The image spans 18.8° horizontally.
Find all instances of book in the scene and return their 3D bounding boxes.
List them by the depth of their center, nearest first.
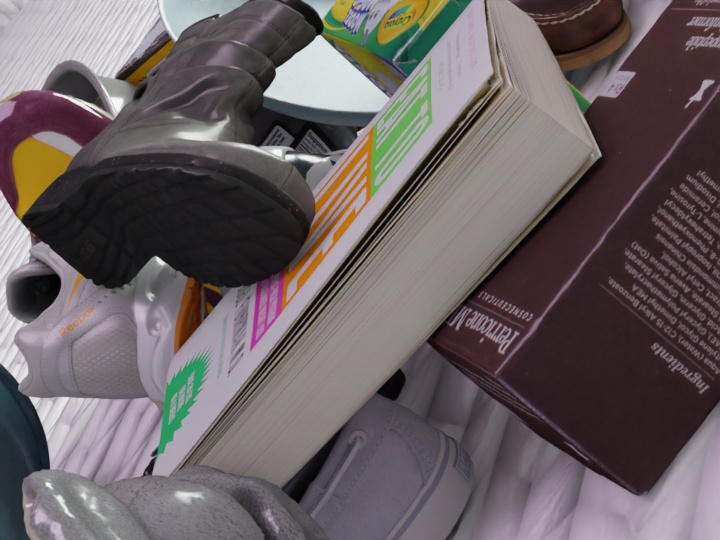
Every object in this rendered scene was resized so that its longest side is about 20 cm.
[{"bbox_3d":[-0.001,-0.005,0.804,0.200,0.048,0.134,-50,16,17],"label":"book"}]

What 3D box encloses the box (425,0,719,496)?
[{"bbox_3d":[0.115,-0.029,0.744,0.200,0.075,0.100,-53,16,-3],"label":"box"}]

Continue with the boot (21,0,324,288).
[{"bbox_3d":[-0.057,-0.063,0.864,0.131,0.068,0.200,-56,23,-19],"label":"boot"}]

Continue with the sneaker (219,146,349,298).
[{"bbox_3d":[0.000,0.000,1.009,0.199,0.129,0.080,86,177,-60],"label":"sneaker"}]

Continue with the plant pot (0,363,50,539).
[{"bbox_3d":[-0.255,0.153,1.156,0.200,0.200,0.196,-49,23,6],"label":"plant pot"}]

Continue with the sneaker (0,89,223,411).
[{"bbox_3d":[-0.116,-0.004,1.086,0.075,0.200,0.090,-37,17,10],"label":"sneaker"}]

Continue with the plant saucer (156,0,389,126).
[{"bbox_3d":[-0.009,-0.125,1.156,0.201,0.201,0.039,-73,-9,-53],"label":"plant saucer"}]

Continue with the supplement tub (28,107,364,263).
[{"bbox_3d":[-0.083,-0.045,1.223,0.200,0.123,0.123,-55,16,-15],"label":"supplement tub"}]

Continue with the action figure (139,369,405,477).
[{"bbox_3d":[-0.054,0.093,0.949,0.200,0.069,0.130,-35,29,54],"label":"action figure"}]

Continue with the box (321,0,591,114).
[{"bbox_3d":[0.046,-0.082,0.964,0.048,0.117,0.200,-49,15,2],"label":"box"}]

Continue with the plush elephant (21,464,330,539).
[{"bbox_3d":[-0.070,0.137,0.691,0.200,0.165,0.155,-32,66,16],"label":"plush elephant"}]

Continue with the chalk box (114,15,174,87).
[{"bbox_3d":[-0.040,-0.171,1.391,0.200,0.124,0.124,-58,16,-27],"label":"chalk box"}]

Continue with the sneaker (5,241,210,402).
[{"bbox_3d":[-0.113,-0.009,0.989,0.092,0.076,0.200,-4,28,2],"label":"sneaker"}]

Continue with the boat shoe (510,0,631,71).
[{"bbox_3d":[0.061,-0.156,1.080,0.070,0.070,0.200,-30,33,-16],"label":"boat shoe"}]

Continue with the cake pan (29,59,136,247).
[{"bbox_3d":[-0.161,-0.033,1.365,0.200,0.037,0.201,22,115,61],"label":"cake pan"}]

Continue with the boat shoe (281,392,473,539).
[{"bbox_3d":[-0.044,0.128,0.827,0.200,0.069,0.072,-47,16,13],"label":"boat shoe"}]
